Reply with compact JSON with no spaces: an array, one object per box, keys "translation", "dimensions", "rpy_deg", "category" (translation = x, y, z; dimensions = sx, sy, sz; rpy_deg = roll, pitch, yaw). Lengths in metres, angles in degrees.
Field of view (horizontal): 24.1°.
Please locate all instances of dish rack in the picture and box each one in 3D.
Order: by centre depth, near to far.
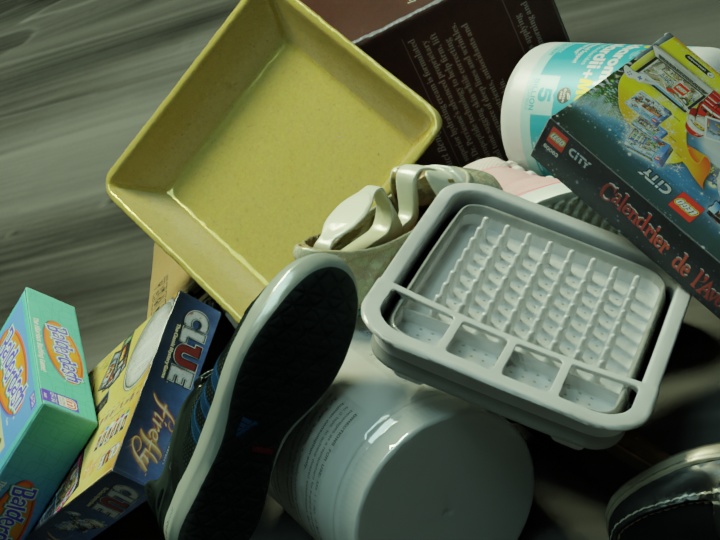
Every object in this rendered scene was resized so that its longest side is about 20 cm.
[{"translation":[0.099,0.029,0.994],"dimensions":[0.171,0.044,0.200],"rpy_deg":[21,35,10],"category":"dish rack"}]

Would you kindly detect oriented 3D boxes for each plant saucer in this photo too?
[{"translation":[-0.058,-0.076,1.205],"dimensions":[0.200,0.048,0.200],"rpy_deg":[42,96,30],"category":"plant saucer"}]

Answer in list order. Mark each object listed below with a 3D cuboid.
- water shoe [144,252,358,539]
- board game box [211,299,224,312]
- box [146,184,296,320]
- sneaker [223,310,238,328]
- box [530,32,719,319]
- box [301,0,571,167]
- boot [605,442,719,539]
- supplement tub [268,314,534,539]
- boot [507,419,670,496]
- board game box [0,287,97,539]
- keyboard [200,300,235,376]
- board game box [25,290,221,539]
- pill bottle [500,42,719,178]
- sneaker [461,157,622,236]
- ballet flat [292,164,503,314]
[{"translation":[-0.074,0.072,0.991],"dimensions":[0.079,0.071,0.201],"rpy_deg":[35,100,51],"category":"water shoe"},{"translation":[-0.116,0.025,1.344],"dimensions":[0.102,0.020,0.200],"rpy_deg":[-1,42,33],"category":"board game box"},{"translation":[-0.104,-0.038,1.331],"dimensions":[0.163,0.021,0.200],"rpy_deg":[-43,17,10],"category":"box"},{"translation":[0.000,0.000,1.237],"dimensions":[0.115,0.076,0.201],"rpy_deg":[27,72,41],"category":"sneaker"},{"translation":[0.224,-0.050,1.055],"dimensions":[0.200,0.038,0.136],"rpy_deg":[43,53,16],"category":"box"},{"translation":[0.057,-0.173,1.351],"dimensions":[0.199,0.166,0.165],"rpy_deg":[-26,34,2],"category":"box"},{"translation":[0.221,0.164,0.872],"dimensions":[0.199,0.073,0.151],"rpy_deg":[-8,38,19],"category":"boot"},{"translation":[0.002,0.106,1.050],"dimensions":[0.132,0.132,0.200],"rpy_deg":[-36,34,-13],"category":"supplement tub"},{"translation":[0.133,0.075,1.017],"dimensions":[0.075,0.074,0.200],"rpy_deg":[-42,53,-17],"category":"boot"},{"translation":[-0.258,0.134,1.188],"dimensions":[0.201,0.045,0.152],"rpy_deg":[-56,28,19],"category":"board game box"},{"translation":[-0.106,0.121,1.134],"dimensions":[0.039,0.104,0.201],"rpy_deg":[-17,36,21],"category":"keyboard"},{"translation":[-0.168,0.111,1.139],"dimensions":[0.200,0.034,0.136],"rpy_deg":[-37,30,53],"category":"board game box"},{"translation":[0.207,-0.106,1.204],"dimensions":[0.199,0.111,0.111],"rpy_deg":[9,48,42],"category":"pill bottle"},{"translation":[0.134,-0.045,1.199],"dimensions":[0.199,0.076,0.105],"rpy_deg":[-9,30,16],"category":"sneaker"},{"translation":[0.028,-0.034,1.093],"dimensions":[0.067,0.063,0.200],"rpy_deg":[8,33,37],"category":"ballet flat"}]
